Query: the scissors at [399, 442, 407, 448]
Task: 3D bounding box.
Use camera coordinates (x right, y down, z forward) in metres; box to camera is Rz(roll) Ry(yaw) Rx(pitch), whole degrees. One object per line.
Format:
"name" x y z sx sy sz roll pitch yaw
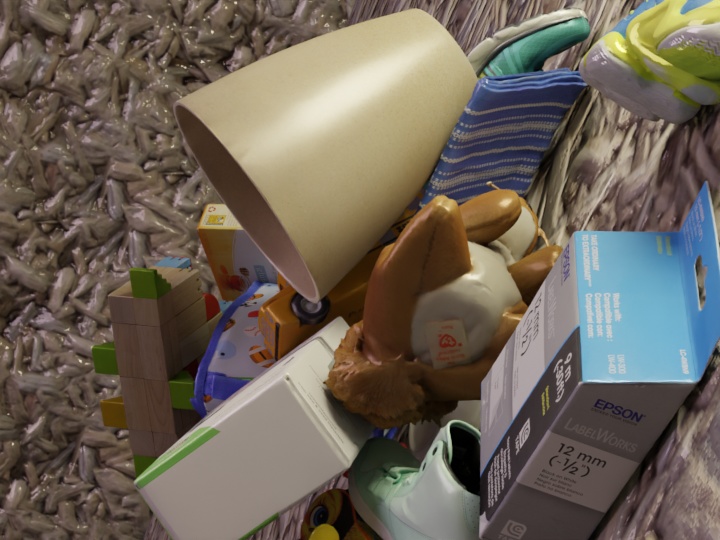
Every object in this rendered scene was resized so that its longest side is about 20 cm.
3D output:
"scissors" 0.023 0.198 1.444 0.200 0.014 0.074 121 151 -75

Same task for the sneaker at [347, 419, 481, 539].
"sneaker" 0.054 0.144 1.150 0.201 0.073 0.119 -124 48 -59

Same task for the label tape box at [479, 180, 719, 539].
"label tape box" 0.136 0.052 0.955 0.144 0.066 0.200 -82 14 -53

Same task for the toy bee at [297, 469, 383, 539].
"toy bee" -0.011 0.204 1.218 0.109 0.199 0.131 -62 -22 0

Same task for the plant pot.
"plant pot" -0.011 -0.110 1.270 0.200 0.188 0.187 -37 5 -10

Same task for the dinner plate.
"dinner plate" 0.075 0.093 1.352 0.200 0.024 0.201 -159 90 -81

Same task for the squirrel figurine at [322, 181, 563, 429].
"squirrel figurine" 0.059 0.022 1.192 0.200 0.141 0.187 -48 10 22

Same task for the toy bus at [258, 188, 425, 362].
"toy bus" 0.000 0.000 1.372 0.199 0.078 0.065 -27 -29 -22

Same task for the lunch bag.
"lunch bag" -0.045 0.094 1.432 0.200 0.169 0.124 -50 -32 -77

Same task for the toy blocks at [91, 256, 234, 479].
"toy blocks" -0.159 0.070 1.468 0.137 0.099 0.201 -40 -51 -58

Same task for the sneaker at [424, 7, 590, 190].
"sneaker" 0.114 -0.141 1.354 0.200 0.080 0.077 -40 -17 18

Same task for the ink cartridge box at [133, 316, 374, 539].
"ink cartridge box" -0.065 0.125 1.236 0.145 0.084 0.200 -36 2 14

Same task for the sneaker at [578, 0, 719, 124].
"sneaker" 0.208 -0.153 1.002 0.105 0.076 0.200 -59 15 -8

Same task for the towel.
"towel" 0.100 -0.071 1.309 0.145 0.024 0.201 -13 -45 -50

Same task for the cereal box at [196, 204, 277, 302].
"cereal box" -0.039 0.001 1.527 0.144 0.199 0.040 73 -154 -44
